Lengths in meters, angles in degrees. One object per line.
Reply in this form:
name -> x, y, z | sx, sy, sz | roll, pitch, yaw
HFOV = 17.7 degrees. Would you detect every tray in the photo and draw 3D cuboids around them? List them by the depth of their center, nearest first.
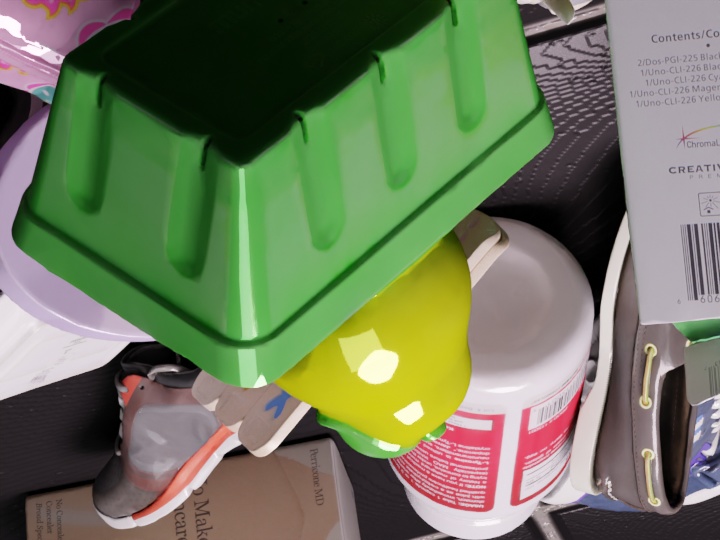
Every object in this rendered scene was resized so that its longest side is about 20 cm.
tray -> -0.148, 0.030, 1.148 | 0.107, 0.022, 0.200 | -41, 171, 20

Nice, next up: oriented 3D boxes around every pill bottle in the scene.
pill bottle -> 0.067, 0.068, 1.288 | 0.112, 0.113, 0.200 | -5, 147, -4

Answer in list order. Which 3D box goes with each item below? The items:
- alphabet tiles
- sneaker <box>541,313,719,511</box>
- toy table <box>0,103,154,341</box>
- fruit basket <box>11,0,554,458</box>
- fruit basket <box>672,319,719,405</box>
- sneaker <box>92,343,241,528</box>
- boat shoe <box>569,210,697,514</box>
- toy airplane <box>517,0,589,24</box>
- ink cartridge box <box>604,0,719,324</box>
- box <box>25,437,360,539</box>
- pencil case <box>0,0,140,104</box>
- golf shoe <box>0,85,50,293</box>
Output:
alphabet tiles -> 0.000, 0.000, 1.093 | 0.015, 0.200, 0.196 | 41, 86, -22
sneaker -> 0.198, 0.075, 1.370 | 0.146, 0.081, 0.200 | 2, 143, -31
toy table -> -0.057, -0.039, 1.035 | 0.200, 0.184, 0.117 | -30, -170, -35
fruit basket -> -0.020, -0.025, 0.925 | 0.216, 0.155, 0.216 | -42, 150, -31
fruit basket -> 0.233, -0.041, 1.091 | 0.200, 0.186, 0.094 | -23, 136, 22
sneaker -> -0.108, 0.075, 1.321 | 0.082, 0.077, 0.200 | 37, 131, -14
boat shoe -> 0.162, 0.036, 1.234 | 0.060, 0.072, 0.202 | 20, 119, 24
toy airplane -> 0.107, -0.183, 0.887 | 0.199, 0.141, 0.200 | -26, 143, 25
ink cartridge box -> 0.167, -0.086, 0.927 | 0.084, 0.176, 0.200 | -3, -170, 23
box -> -0.101, 0.177, 1.437 | 0.199, 0.095, 0.078 | -13, 146, 4
pencil case -> -0.192, -0.131, 0.954 | 0.200, 0.088, 0.087 | 17, 139, -35
golf shoe -> -0.196, -0.025, 1.106 | 0.092, 0.073, 0.200 | 35, 106, -32
